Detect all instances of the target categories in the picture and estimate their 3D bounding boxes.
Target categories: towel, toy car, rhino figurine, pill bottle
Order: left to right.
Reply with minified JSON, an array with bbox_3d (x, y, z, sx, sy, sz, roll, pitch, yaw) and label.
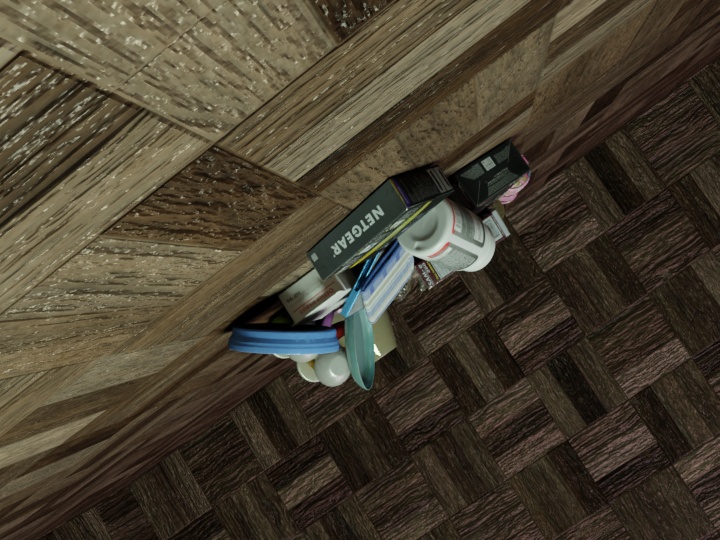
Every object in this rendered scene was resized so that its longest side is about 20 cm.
[{"bbox_3d":[-0.092,0.142,1.548,0.151,0.199,0.174,-56,-161,-17],"label":"toy car"},{"bbox_3d":[0.051,0.017,1.406,0.148,0.024,0.201,-52,163,-12],"label":"towel"},{"bbox_3d":[0.129,-0.001,1.642,0.200,0.059,0.088,-42,148,-24],"label":"rhino figurine"},{"bbox_3d":[0.158,-0.064,1.330,0.113,0.115,0.199,-36,151,23],"label":"pill bottle"}]

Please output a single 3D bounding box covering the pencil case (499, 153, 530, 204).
[{"bbox_3d":[0.328,-0.203,1.650,0.085,0.085,0.200,-18,174,3],"label":"pencil case"}]

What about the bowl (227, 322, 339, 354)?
[{"bbox_3d":[-0.135,0.118,1.309,0.195,0.040,0.201,1,179,0],"label":"bowl"}]

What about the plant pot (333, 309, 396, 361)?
[{"bbox_3d":[0.000,0.128,1.831,0.186,0.202,0.187,-34,174,-4],"label":"plant pot"}]

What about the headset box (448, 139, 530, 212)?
[{"bbox_3d":[0.225,-0.156,1.471,0.147,0.076,0.200,-33,174,-22],"label":"headset box"}]

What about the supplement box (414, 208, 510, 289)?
[{"bbox_3d":[0.203,-0.047,1.523,0.198,0.061,0.109,-34,-175,5],"label":"supplement box"}]

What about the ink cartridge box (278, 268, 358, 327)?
[{"bbox_3d":[-0.074,0.038,1.359,0.115,0.068,0.200,-36,174,10],"label":"ink cartridge box"}]

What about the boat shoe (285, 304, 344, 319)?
[{"bbox_3d":[-0.122,0.091,1.644,0.197,0.073,0.062,-29,131,2],"label":"boat shoe"}]

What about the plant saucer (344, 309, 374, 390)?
[{"bbox_3d":[-0.003,0.145,1.534,0.027,0.205,0.200,-5,180,12],"label":"plant saucer"}]

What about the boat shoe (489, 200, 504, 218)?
[{"bbox_3d":[0.227,-0.123,1.667,0.196,0.074,0.067,-13,-171,-12],"label":"boat shoe"}]

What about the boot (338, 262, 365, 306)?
[{"bbox_3d":[0.000,0.000,1.514,0.198,0.076,0.107,-31,-177,2],"label":"boot"}]

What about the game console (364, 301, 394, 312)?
[{"bbox_3d":[0.068,0.017,1.648,0.175,0.031,0.202,-31,149,-36],"label":"game console"}]

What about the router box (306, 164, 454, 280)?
[{"bbox_3d":[0.031,-0.074,1.136,0.199,0.053,0.156,-39,172,35],"label":"router box"}]

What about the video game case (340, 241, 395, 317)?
[{"bbox_3d":[0.033,-0.013,1.377,0.203,0.018,0.143,-63,167,14],"label":"video game case"}]
